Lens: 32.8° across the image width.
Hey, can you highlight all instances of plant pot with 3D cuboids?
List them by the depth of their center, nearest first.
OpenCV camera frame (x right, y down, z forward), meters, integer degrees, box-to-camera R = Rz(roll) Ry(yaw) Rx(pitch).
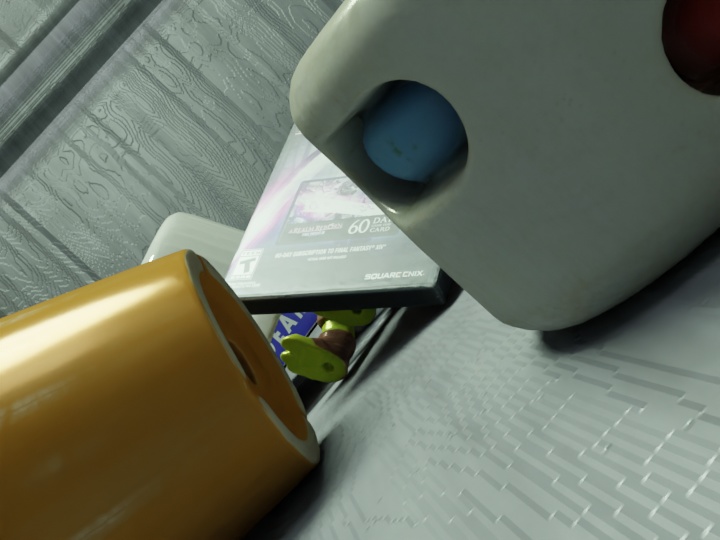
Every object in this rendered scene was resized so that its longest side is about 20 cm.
[{"bbox_3d":[-0.128,0.090,0.606,0.183,0.201,0.200,-31,6,3],"label":"plant pot"}]

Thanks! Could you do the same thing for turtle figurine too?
[{"bbox_3d":[0.000,0.000,0.786,0.200,0.064,0.162,-46,12,38],"label":"turtle figurine"}]

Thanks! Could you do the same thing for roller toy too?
[{"bbox_3d":[0.071,-0.088,0.416,0.200,0.140,0.183,-45,6,24],"label":"roller toy"}]

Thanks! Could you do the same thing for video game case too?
[{"bbox_3d":[0.008,-0.058,0.726,0.142,0.019,0.201,-4,48,29],"label":"video game case"}]

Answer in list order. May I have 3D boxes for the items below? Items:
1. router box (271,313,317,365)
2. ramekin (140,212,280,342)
[{"bbox_3d":[-0.127,0.106,1.131,0.179,0.049,0.200,-43,8,45],"label":"router box"},{"bbox_3d":[-0.122,0.057,0.858,0.200,0.097,0.201,-157,90,-85],"label":"ramekin"}]
